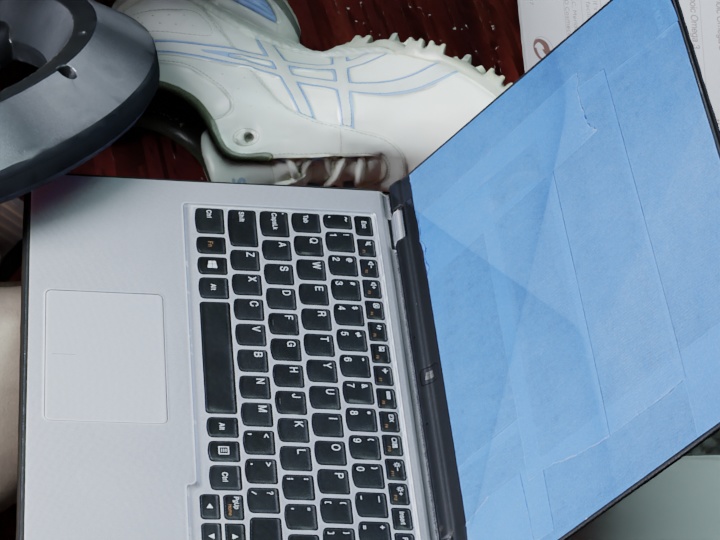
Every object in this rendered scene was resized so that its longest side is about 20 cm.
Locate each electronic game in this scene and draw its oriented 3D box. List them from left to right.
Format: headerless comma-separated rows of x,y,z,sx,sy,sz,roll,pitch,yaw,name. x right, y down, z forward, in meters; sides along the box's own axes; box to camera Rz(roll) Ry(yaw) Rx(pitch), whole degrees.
-0.169,-0.055,0.823,0.199,0.042,0.200,-8,25,4,electronic game

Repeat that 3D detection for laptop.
0.000,0.000,0.704,0.199,0.116,0.188,3,43,-9,laptop

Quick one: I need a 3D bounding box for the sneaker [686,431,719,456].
0.119,0.049,0.804,0.199,0.076,0.105,-1,29,20,sneaker

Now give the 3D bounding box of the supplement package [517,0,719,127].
0.176,-0.119,0.959,0.200,0.118,0.117,12,30,38,supplement package

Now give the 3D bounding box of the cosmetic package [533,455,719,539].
0.093,0.161,0.676,0.081,0.113,0.200,3,45,-17,cosmetic package

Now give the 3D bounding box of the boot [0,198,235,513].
-0.116,0.049,0.766,0.200,0.070,0.146,28,47,13,boot

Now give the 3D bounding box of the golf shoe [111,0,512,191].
-0.017,-0.050,0.918,0.199,0.078,0.097,23,57,14,golf shoe
